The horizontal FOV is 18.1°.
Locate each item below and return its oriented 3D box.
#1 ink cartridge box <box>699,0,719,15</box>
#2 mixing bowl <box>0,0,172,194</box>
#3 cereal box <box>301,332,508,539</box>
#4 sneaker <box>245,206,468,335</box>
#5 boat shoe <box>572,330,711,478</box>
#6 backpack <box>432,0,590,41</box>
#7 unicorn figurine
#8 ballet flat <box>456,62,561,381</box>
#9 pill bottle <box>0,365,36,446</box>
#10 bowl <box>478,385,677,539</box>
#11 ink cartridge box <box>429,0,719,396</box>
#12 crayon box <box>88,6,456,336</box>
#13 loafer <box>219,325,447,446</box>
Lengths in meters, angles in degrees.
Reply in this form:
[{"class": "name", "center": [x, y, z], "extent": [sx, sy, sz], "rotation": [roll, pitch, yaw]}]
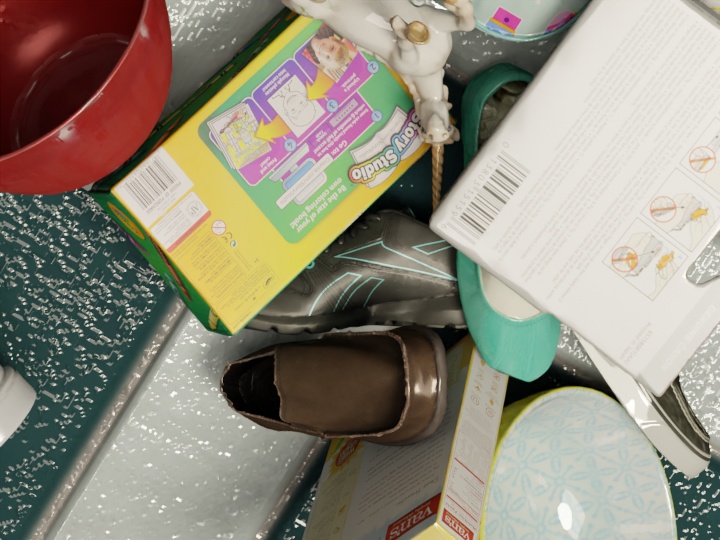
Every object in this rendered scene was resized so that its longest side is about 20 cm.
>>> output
[{"class": "ink cartridge box", "center": [0.224, -0.153, 1.365], "extent": [0.144, 0.084, 0.200], "rotation": [35, 116, -2]}, {"class": "mixing bowl", "center": [-0.187, -0.122, 1.349], "extent": [0.200, 0.201, 0.108], "rotation": [-34, 143, 7]}, {"class": "cereal box", "center": [0.023, 0.139, 1.408], "extent": [0.040, 0.200, 0.144], "rotation": [42, 122, -17]}, {"class": "sneaker", "center": [0.000, 0.000, 1.457], "extent": [0.199, 0.075, 0.080], "rotation": [-3, 94, -9]}, {"class": "boat shoe", "center": [0.183, 0.046, 1.476], "extent": [0.064, 0.071, 0.200], "rotation": [-33, 106, 8]}, {"class": "backpack", "center": [0.077, -0.236, 1.336], "extent": [0.200, 0.153, 0.176], "rotation": [32, 98, -20]}, {"class": "unicorn figurine", "center": [0.012, -0.140, 1.324], "extent": [0.074, 0.137, 0.200], "rotation": [-43, 89, -11]}, {"class": "ballet flat", "center": [0.095, -0.032, 1.407], "extent": [0.067, 0.070, 0.201], "rotation": [-3, 85, -12]}, {"class": "pill bottle", "center": [-0.300, 0.035, 1.414], "extent": [0.112, 0.112, 0.200], "rotation": [-40, 107, 9]}, {"class": "bowl", "center": [0.107, 0.179, 1.483], "extent": [0.107, 0.200, 0.201], "rotation": [-10, 116, 44]}, {"class": "ink cartridge box", "center": [0.166, -0.056, 1.329], "extent": [0.173, 0.044, 0.200], "rotation": [37, 105, -1]}, {"class": "crayon box", "center": [-0.052, -0.071, 1.391], "extent": [0.200, 0.058, 0.119], "rotation": [-44, 106, -13]}, {"class": "loafer", "center": [-0.020, 0.076, 1.406], "extent": [0.071, 0.200, 0.073], "rotation": [1, 81, -36]}]
